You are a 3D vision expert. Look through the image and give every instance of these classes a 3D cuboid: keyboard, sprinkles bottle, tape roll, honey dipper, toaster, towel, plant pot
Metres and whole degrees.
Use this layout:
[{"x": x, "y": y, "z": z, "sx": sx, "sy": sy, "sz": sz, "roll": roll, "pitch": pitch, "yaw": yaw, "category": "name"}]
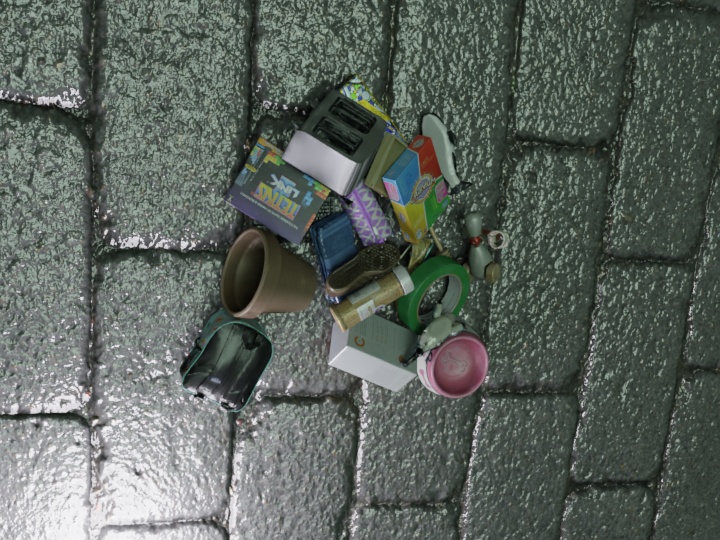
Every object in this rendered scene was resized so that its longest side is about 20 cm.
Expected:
[{"x": -0.155, "y": -0.119, "z": 1.688, "sx": 0.196, "sy": 0.021, "sz": 0.130, "roll": -3, "pitch": 103, "yaw": -16, "category": "keyboard"}, {"x": 0.027, "y": 0.064, "z": 1.665, "sx": 0.198, "sy": 0.068, "sz": 0.069, "roll": -31, "pitch": 109, "yaw": -7, "category": "sprinkles bottle"}, {"x": 0.182, "y": 0.063, "z": 1.772, "sx": 0.198, "sy": 0.048, "sz": 0.203, "roll": -22, "pitch": 130, "yaw": -28, "category": "tape roll"}, {"x": 0.181, "y": -0.095, "z": 1.788, "sx": 0.038, "sy": 0.038, "sz": 0.202, "roll": -29, "pitch": 107, "yaw": -9, "category": "honey dipper"}, {"x": -0.049, "y": -0.274, "z": 1.569, "sx": 0.198, "sy": 0.119, "sz": 0.182, "roll": 31, "pitch": 50, "yaw": 0, "category": "toaster"}, {"x": -0.053, "y": -0.030, "z": 1.708, "sx": 0.111, "sy": 0.048, "sz": 0.203, "roll": -30, "pitch": 116, "yaw": -34, "category": "towel"}, {"x": -0.196, "y": 0.023, "z": 1.630, "sx": 0.173, "sy": 0.199, "sz": 0.203, "roll": 18, "pitch": 97, "yaw": -36, "category": "plant pot"}]

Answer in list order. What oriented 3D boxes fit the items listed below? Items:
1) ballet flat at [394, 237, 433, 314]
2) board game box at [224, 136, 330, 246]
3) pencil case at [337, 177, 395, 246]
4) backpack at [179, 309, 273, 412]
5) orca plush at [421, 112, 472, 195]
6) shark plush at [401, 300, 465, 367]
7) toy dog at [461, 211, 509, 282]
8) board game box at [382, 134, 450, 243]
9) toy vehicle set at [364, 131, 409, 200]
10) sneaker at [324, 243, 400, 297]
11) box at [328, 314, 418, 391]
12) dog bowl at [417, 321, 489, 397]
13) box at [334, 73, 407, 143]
[{"x": 0.115, "y": 0.007, "z": 1.780, "sx": 0.070, "sy": 0.071, "sz": 0.203, "roll": 21, "pitch": 98, "yaw": -20, "category": "ballet flat"}, {"x": -0.182, "y": -0.178, "z": 1.620, "sx": 0.198, "sy": 0.057, "sz": 0.167, "roll": 30, "pitch": 93, "yaw": -6, "category": "board game box"}, {"x": 0.002, "y": -0.151, "z": 1.694, "sx": 0.083, "sy": 0.086, "sz": 0.202, "roll": -26, "pitch": 108, "yaw": 11, "category": "pencil case"}, {"x": -0.300, "y": 0.193, "z": 1.640, "sx": 0.174, "sy": 0.154, "sz": 0.201, "roll": 30, "pitch": 102, "yaw": -23, "category": "backpack"}, {"x": 0.215, "y": -0.291, "z": 1.736, "sx": 0.071, "sy": 0.105, "sz": 0.201, "roll": -31, "pitch": 85, "yaw": -47, "category": "orca plush"}, {"x": 0.177, "y": 0.173, "z": 1.733, "sx": 0.090, "sy": 0.084, "sz": 0.201, "roll": 33, "pitch": 58, "yaw": 4, "category": "shark plush"}, {"x": 0.306, "y": -0.061, "z": 1.800, "sx": 0.130, "sy": 0.096, "sz": 0.202, "roll": 23, "pitch": 131, "yaw": 16, "category": "toy dog"}, {"x": 0.134, "y": -0.187, "z": 1.675, "sx": 0.154, "sy": 0.040, "sz": 0.201, "roll": -51, "pitch": 139, "yaw": -24, "category": "board game box"}, {"x": 0.086, "y": -0.227, "z": 1.667, "sx": 0.199, "sy": 0.026, "sz": 0.126, "roll": 22, "pitch": 92, "yaw": -61, "category": "toy vehicle set"}, {"x": 0.000, "y": 0.000, "z": 1.674, "sx": 0.198, "sy": 0.076, "sz": 0.071, "roll": -25, "pitch": 76, "yaw": -21, "category": "sneaker"}, {"x": 0.034, "y": 0.190, "z": 1.743, "sx": 0.198, "sy": 0.126, "sz": 0.098, "roll": 25, "pitch": 135, "yaw": -20, "category": "box"}, {"x": 0.246, "y": 0.240, "z": 1.864, "sx": 0.196, "sy": 0.074, "sz": 0.204, "roll": -4, "pitch": 103, "yaw": -17, "category": "dog bowl"}, {"x": 0.019, "y": -0.354, "z": 1.666, "sx": 0.070, "sy": 0.064, "sz": 0.201, "roll": -42, "pitch": 110, "yaw": -5, "category": "box"}]
